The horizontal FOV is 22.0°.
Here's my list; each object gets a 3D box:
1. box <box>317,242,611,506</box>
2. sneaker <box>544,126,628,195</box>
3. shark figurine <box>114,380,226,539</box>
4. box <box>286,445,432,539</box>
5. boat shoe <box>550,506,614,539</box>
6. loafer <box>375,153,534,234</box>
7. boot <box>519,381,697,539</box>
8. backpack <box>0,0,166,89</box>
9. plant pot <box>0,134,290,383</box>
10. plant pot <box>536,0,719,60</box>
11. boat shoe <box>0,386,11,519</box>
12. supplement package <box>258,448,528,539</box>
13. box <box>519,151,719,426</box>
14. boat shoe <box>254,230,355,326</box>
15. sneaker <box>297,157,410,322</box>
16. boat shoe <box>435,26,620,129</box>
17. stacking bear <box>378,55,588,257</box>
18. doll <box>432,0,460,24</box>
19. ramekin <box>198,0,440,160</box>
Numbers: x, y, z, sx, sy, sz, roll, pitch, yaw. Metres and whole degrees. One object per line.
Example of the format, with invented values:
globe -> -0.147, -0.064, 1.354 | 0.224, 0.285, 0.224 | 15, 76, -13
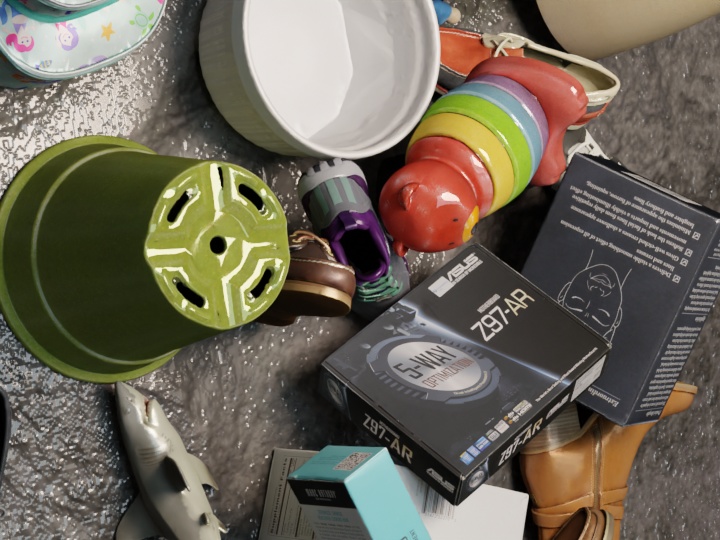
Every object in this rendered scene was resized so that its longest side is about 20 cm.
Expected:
box -> 0.089, 0.083, 1.561 | 0.160, 0.044, 0.200 | 39, 56, 23
sneaker -> 0.230, -0.077, 1.752 | 0.074, 0.088, 0.200 | -39, 107, -29
shark figurine -> -0.154, 0.205, 1.456 | 0.089, 0.215, 0.128 | -29, 142, 5
box -> 0.023, 0.234, 1.453 | 0.049, 0.082, 0.200 | -35, 107, -32
boat shoe -> 0.154, 0.291, 1.659 | 0.068, 0.072, 0.200 | 32, 85, -9
loafer -> 0.094, -0.075, 1.673 | 0.200, 0.068, 0.071 | -12, 114, -39
boot -> 0.237, 0.183, 1.751 | 0.199, 0.074, 0.155 | -7, 90, -23
backpack -> -0.239, -0.242, 1.400 | 0.177, 0.150, 0.201 | -27, 107, -34
plant pot -> -0.152, -0.015, 1.414 | 0.200, 0.190, 0.201 | 3, 84, -35
plant pot -> 0.288, -0.298, 1.711 | 0.187, 0.200, 0.188 | 4, 85, -51
boat shoe -> -0.304, 0.170, 1.374 | 0.074, 0.062, 0.201 | 19, 78, -35
supplement package -> 0.023, 0.245, 1.569 | 0.200, 0.111, 0.156 | 16, 78, -33
box -> 0.229, 0.017, 1.650 | 0.107, 0.148, 0.200 | 5, 111, -64
boat shoe -> -0.054, 0.001, 1.478 | 0.070, 0.200, 0.071 | 22, 79, -21
sneaker -> 0.000, 0.000, 1.545 | 0.074, 0.088, 0.200 | -24, 138, 4
boat shoe -> 0.139, -0.183, 1.687 | 0.199, 0.063, 0.071 | 17, 64, -19
stacking bear -> 0.088, -0.087, 1.547 | 0.114, 0.122, 0.200 | 31, 47, 14
doll -> 0.074, -0.293, 1.676 | 0.200, 0.048, 0.137 | -29, 103, -36
ramekin -> -0.041, -0.189, 1.555 | 0.200, 0.105, 0.201 | 2, 86, -35
